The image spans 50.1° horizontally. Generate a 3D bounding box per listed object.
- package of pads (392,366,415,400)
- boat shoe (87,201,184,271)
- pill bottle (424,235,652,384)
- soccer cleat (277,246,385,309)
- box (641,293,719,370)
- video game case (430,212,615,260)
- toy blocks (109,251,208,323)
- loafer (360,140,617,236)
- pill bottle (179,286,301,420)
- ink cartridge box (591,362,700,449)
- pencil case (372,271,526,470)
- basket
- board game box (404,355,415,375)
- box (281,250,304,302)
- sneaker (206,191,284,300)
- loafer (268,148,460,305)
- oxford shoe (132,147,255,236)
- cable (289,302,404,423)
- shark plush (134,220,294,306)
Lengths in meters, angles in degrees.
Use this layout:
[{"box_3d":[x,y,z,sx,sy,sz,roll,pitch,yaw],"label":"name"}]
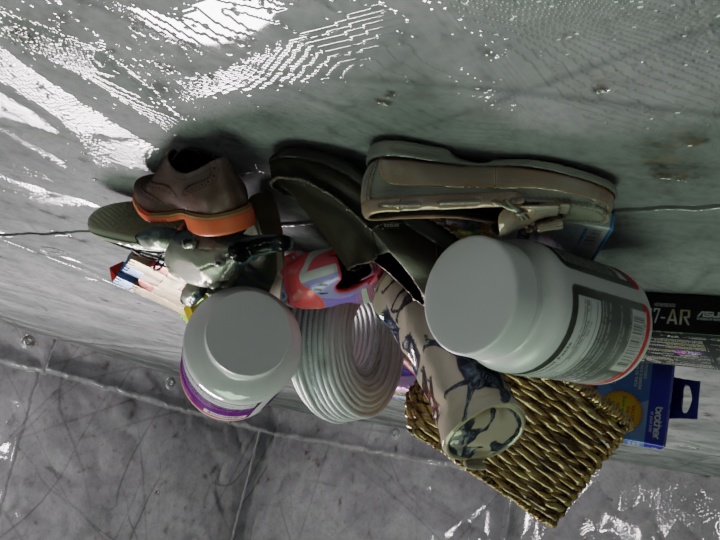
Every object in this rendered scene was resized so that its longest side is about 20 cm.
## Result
[{"box_3d":[0.079,0.139,1.200,0.199,0.121,0.076,2,156,35],"label":"package of pads"},{"box_3d":[-0.218,-0.032,0.897,0.199,0.075,0.062,9,131,-2],"label":"boat shoe"},{"box_3d":[0.155,0.036,0.669,0.199,0.115,0.114,13,168,-41],"label":"pill bottle"},{"box_3d":[0.000,0.000,0.779,0.076,0.067,0.200,-16,177,34],"label":"soccer cleat"},{"box_3d":[0.377,0.073,0.872,0.199,0.044,0.160,3,162,32],"label":"box"},{"box_3d":[0.123,-0.038,0.727,0.199,0.018,0.143,10,165,9],"label":"video game case"},{"box_3d":[-0.252,-0.003,1.032,0.136,0.100,0.200,28,149,-21],"label":"toy blocks"},{"box_3d":[0.098,-0.052,0.610,0.199,0.063,0.072,11,164,7],"label":"loafer"},{"box_3d":[-0.121,0.083,0.768,0.112,0.113,0.200,15,159,-10],"label":"pill bottle"},{"box_3d":[0.341,0.158,1.027,0.199,0.137,0.076,6,169,20],"label":"ink cartridge box"},{"box_3d":[0.078,0.084,0.725,0.077,0.201,0.090,-9,136,-19],"label":"pencil case"},{"box_3d":[0.166,0.145,0.836,0.199,0.149,0.143,34,-170,-1],"label":"basket"},{"box_3d":[0.128,0.127,1.036,0.102,0.020,0.200,-21,-152,-18],"label":"board game box"},{"box_3d":[-0.064,0.059,1.014,0.102,0.095,0.200,-19,155,22],"label":"box"},{"box_3d":[-0.133,0.000,0.829,0.089,0.067,0.201,-14,149,-17],"label":"sneaker"},{"box_3d":[0.001,-0.036,0.670,0.199,0.072,0.073,30,167,-4],"label":"loafer"},{"box_3d":[-0.165,-0.084,0.735,0.071,0.073,0.199,-24,-156,-36],"label":"oxford shoe"},{"box_3d":[-0.015,0.078,0.903,0.069,0.201,0.200,-1,-176,27],"label":"cable"},{"box_3d":[-0.136,-0.033,0.729,0.091,0.083,0.200,52,148,-14],"label":"shark plush"}]
